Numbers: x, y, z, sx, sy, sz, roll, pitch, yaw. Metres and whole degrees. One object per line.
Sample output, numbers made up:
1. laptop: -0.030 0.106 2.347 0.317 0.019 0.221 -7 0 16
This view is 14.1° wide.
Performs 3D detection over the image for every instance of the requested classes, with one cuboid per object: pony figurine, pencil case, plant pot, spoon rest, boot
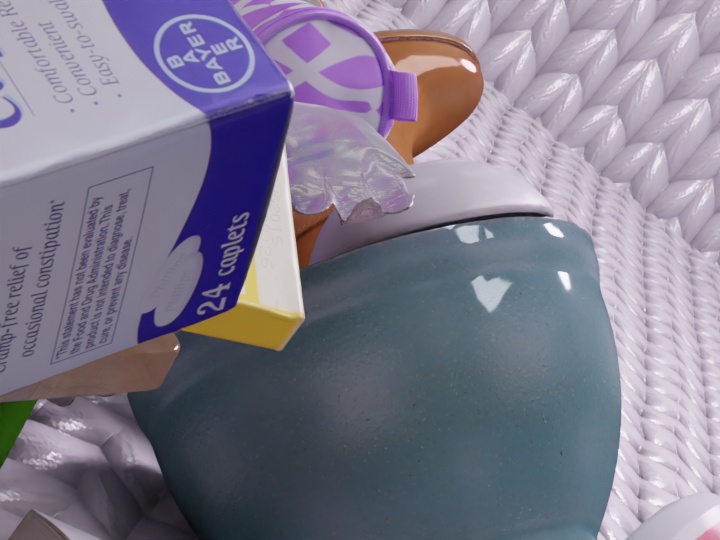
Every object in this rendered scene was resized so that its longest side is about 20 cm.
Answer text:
1. pony figurine: -0.084 -0.063 1.114 0.193 0.166 0.200 -114 180 -63
2. pencil case: -0.049 -0.091 1.290 0.085 0.084 0.200 -13 19 -21
3. plant pot: 0.020 0.082 1.163 0.200 0.200 0.135 17 51 -62
4. spoon rest: 0.000 0.000 1.187 0.099 0.200 0.061 -8 83 -36
5. boot: 0.010 -0.039 1.370 0.155 0.200 0.074 36 -38 46

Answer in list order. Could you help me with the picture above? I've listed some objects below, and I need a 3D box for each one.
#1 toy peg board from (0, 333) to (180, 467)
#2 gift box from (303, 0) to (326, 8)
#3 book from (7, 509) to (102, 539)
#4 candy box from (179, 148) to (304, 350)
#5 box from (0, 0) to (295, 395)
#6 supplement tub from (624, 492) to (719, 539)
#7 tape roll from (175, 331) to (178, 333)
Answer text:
1. toy peg board: -0.204 0.006 0.987 0.199 0.098 0.200 -3 40 -51
2. gift box: -0.153 -0.174 1.549 0.200 0.187 0.185 55 -1 -35
3. book: -0.025 0.159 1.015 0.200 0.048 0.134 31 11 -42
4. candy box: -0.116 -0.036 0.962 0.199 0.026 0.102 13 46 -23
5. box: -0.154 -0.056 0.855 0.200 0.105 0.184 -21 60 -29
6. supplement tub: 0.171 0.204 1.215 0.200 0.140 0.140 42 11 18
7. tape roll: -0.077 0.026 1.403 0.203 0.037 0.203 37 10 -8
